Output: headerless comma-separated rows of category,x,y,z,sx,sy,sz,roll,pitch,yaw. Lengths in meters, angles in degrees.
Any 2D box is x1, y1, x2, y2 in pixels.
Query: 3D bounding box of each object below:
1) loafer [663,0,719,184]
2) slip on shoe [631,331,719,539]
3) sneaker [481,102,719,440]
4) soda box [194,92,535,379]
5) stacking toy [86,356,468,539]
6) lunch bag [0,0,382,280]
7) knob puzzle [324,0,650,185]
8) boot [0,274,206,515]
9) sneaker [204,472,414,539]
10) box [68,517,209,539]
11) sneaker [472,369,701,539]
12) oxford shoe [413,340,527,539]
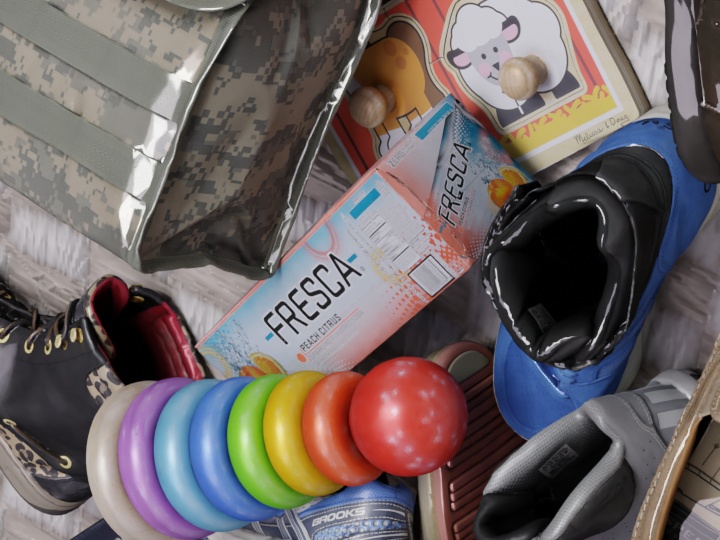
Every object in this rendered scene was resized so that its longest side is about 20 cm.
loafer,0.157,-0.131,0.920,0.071,0.073,0.200,2,119,30
slip on shoe,0.170,0.058,0.963,0.076,0.061,0.200,33,106,12
sneaker,0.086,0.019,1.021,0.077,0.111,0.200,45,134,16
soda box,0.000,0.000,1.098,0.064,0.068,0.200,46,141,-2
stacking toy,-0.036,0.080,1.089,0.200,0.085,0.086,-14,102,40
lunch bag,-0.089,-0.118,1.055,0.164,0.117,0.200,31,105,33
knob puzzle,0.017,-0.124,1.063,0.219,0.030,0.220,20,124,33
boot,-0.178,0.035,1.286,0.150,0.073,0.200,-26,98,46
sneaker,-0.020,0.117,1.179,0.200,0.077,0.085,22,101,63
box,-0.090,0.223,1.257,0.200,0.148,0.104,53,135,5
sneaker,0.086,0.134,1.053,0.075,0.115,0.200,39,120,40
oxford shoe,0.043,0.125,1.148,0.074,0.071,0.201,14,119,43
